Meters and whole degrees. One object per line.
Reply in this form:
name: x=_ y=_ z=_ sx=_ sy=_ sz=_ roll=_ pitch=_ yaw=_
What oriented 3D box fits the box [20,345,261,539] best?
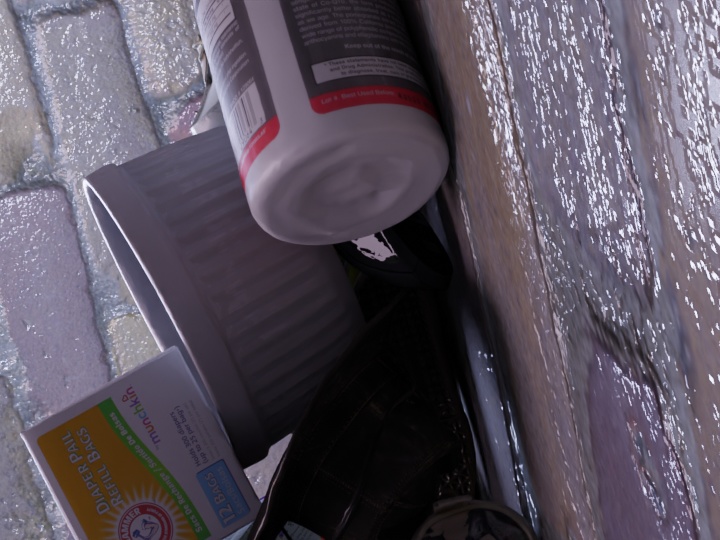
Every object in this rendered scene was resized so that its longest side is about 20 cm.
box: x=-0.133 y=0.123 z=1.103 sx=0.113 sy=0.101 sz=0.200 roll=61 pitch=170 yaw=3

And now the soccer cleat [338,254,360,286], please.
soccer cleat: x=0.000 y=0.000 z=1.216 sx=0.065 sy=0.083 sz=0.202 roll=33 pitch=136 yaw=59

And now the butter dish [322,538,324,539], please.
butter dish: x=0.015 y=0.203 z=1.383 sx=0.199 sy=0.148 sz=0.199 roll=35 pitch=178 yaw=-1

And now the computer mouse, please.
computer mouse: x=-0.004 y=-0.056 z=1.104 sx=0.201 sy=0.046 sz=0.140 roll=56 pitch=-162 yaw=19

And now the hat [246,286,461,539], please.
hat: x=0.010 y=0.103 z=1.005 sx=0.202 sy=0.080 sz=0.201 roll=-60 pitch=-8 yaw=-15

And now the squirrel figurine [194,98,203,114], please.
squirrel figurine: x=-0.067 y=-0.059 z=1.554 sx=0.187 sy=0.140 sz=0.201 roll=-119 pitch=11 yaw=-46

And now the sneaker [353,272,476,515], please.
sneaker: x=0.040 y=0.079 z=1.189 sx=0.076 sy=0.070 sz=0.202 roll=-62 pitch=-33 yaw=-69

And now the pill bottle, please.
pill bottle: x=-0.029 y=-0.125 z=0.995 sx=0.111 sy=0.110 sz=0.201 roll=83 pitch=171 yaw=-61

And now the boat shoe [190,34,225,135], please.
boat shoe: x=-0.090 y=-0.158 z=1.346 sx=0.068 sy=0.075 sz=0.201 roll=43 pitch=-144 yaw=-16

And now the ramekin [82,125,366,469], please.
ramekin: x=-0.076 y=0.009 z=1.105 sx=0.201 sy=0.104 sz=0.200 roll=58 pitch=170 yaw=17

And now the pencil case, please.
pencil case: x=0.064 y=0.192 z=1.074 sx=0.090 sy=0.077 sz=0.200 roll=61 pitch=171 yaw=20

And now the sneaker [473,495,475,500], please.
sneaker: x=0.043 y=0.218 z=1.270 sx=0.078 sy=0.098 sz=0.202 roll=-150 pitch=46 yaw=-84

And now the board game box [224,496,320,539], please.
board game box: x=-0.046 y=0.268 z=1.226 sx=0.201 sy=0.103 sz=0.105 roll=52 pitch=-144 yaw=-7
